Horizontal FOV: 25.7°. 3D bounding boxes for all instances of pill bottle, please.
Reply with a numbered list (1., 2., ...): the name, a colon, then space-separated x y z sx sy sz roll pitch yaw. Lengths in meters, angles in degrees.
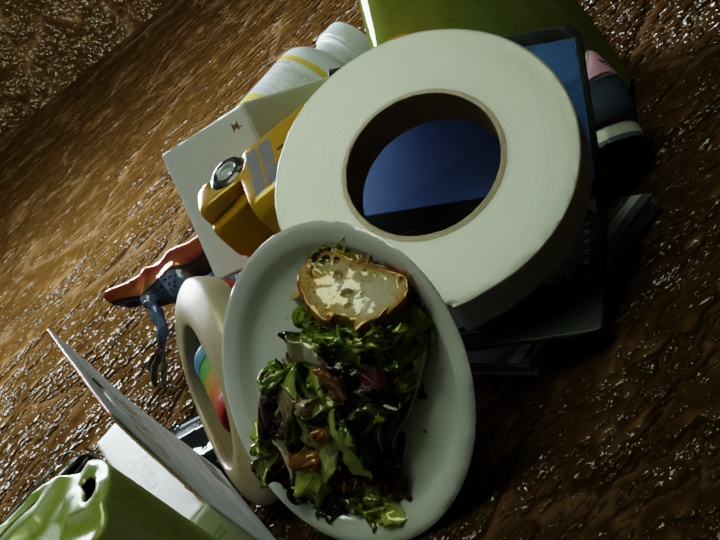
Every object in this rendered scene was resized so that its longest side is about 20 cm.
1. pill bottle: -0.061 -0.154 1.601 0.200 0.112 0.112 -50 20 -18

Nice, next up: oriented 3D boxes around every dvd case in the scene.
1. dvd case: 0.100 0.012 1.077 0.149 0.016 0.200 -51 21 -21

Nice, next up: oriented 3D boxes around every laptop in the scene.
1. laptop: 0.061 -0.048 1.005 0.177 0.103 0.200 -9 37 17

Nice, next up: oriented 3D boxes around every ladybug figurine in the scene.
1. ladybug figurine: -0.078 0.078 1.127 0.072 0.136 0.200 -14 45 -17

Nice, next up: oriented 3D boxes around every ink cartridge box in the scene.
1. ink cartridge box: -0.135 0.131 1.029 0.045 0.176 0.200 -49 24 -4

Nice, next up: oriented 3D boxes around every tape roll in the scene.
1. tape roll: 0.044 -0.058 0.989 0.202 0.037 0.203 -9 62 16

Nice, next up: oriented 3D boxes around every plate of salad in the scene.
1. plate of salad: -0.017 0.071 0.940 0.200 0.201 0.048 -27 -6 40

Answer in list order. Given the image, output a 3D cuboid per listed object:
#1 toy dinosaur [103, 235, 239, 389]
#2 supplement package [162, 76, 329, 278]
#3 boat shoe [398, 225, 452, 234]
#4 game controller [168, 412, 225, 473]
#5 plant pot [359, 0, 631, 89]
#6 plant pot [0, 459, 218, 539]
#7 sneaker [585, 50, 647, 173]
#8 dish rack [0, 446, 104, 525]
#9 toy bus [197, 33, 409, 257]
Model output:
1. toy dinosaur: -0.165 0.001 1.449 0.181 0.201 0.105 8 29 27
2. supplement package: -0.038 -0.087 1.296 0.200 0.117 0.117 -23 0 -44
3. boat shoe: 0.008 0.015 1.152 0.200 0.070 0.071 -22 63 43
4. game controller: -0.142 0.148 1.263 0.200 0.042 0.104 -29 10 36
5. plant pot: 0.079 -0.190 1.205 0.187 0.200 0.187 -28 16 9
6. plant pot: -0.119 0.208 0.851 0.200 0.184 0.200 -38 20 16
7. sneaker: 0.098 -0.088 1.120 0.199 0.082 0.070 -19 -17 12
8. dish rack: -0.219 0.197 1.117 0.154 0.054 0.200 -51 -22 -13
9. toy bus: -0.021 -0.080 1.127 0.200 0.065 0.078 -38 37 12
